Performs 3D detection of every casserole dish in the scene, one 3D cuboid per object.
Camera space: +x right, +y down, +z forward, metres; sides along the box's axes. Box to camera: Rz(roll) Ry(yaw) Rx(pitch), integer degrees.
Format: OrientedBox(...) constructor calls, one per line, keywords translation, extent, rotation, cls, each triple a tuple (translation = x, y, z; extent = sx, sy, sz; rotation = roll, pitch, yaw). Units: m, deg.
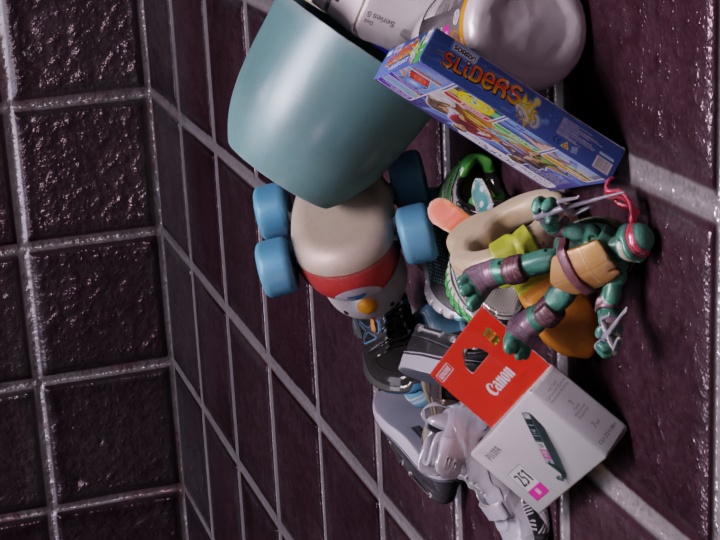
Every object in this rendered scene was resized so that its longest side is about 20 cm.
OrientedBox(translation=(0.081, 0.100, 1.967), extent=(0.200, 0.039, 0.122), rotation=(137, 123, -69), cls="casserole dish")

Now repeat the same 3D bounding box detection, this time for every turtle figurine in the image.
OrientedBox(translation=(0.185, 0.002, 1.436), extent=(0.200, 0.101, 0.150), rotation=(-29, 91, 43), cls="turtle figurine")

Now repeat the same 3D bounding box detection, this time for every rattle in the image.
OrientedBox(translation=(0.151, -0.007, 1.609), extent=(0.130, 0.143, 0.200), rotation=(-55, 21, -14), cls="rattle")

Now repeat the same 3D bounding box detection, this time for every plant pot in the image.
OrientedBox(translation=(-0.040, -0.161, 1.692), extent=(0.161, 0.200, 0.201), rotation=(-56, 28, 10), cls="plant pot")

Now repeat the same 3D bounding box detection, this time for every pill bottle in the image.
OrientedBox(translation=(0.120, -0.214, 1.551), extent=(0.200, 0.116, 0.117), rotation=(-179, 82, -74), cls="pill bottle")

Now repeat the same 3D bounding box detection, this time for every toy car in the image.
OrientedBox(translation=(0.000, 0.000, 1.799), extent=(0.177, 0.183, 0.201), rotation=(-97, -9, -49), cls="toy car")

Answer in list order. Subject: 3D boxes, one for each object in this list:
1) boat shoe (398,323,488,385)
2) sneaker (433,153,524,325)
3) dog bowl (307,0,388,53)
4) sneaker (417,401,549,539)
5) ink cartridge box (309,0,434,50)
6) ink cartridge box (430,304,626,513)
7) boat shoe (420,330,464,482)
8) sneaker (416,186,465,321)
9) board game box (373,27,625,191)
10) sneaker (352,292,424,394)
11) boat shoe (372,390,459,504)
OrientedBox(translation=(0.125, 0.088, 1.706), extent=(0.199, 0.073, 0.068), rotation=(5, 72, 51), cls="boat shoe")
OrientedBox(translation=(0.122, -0.028, 1.699), extent=(0.085, 0.078, 0.201), rotation=(110, 148, -57), cls="sneaker")
OrientedBox(translation=(-0.005, -0.251, 2.025), extent=(0.200, 0.078, 0.201), rotation=(172, 90, -74), cls="dog bowl")
OrientedBox(translation=(0.125, 0.222, 1.738), extent=(0.075, 0.114, 0.201), rotation=(162, 99, -74), cls="sneaker")
OrientedBox(translation=(0.035, -0.279, 1.730), extent=(0.084, 0.145, 0.200), rotation=(-65, 27, 13), cls="ink cartridge box")
OrientedBox(translation=(0.145, 0.136, 1.597), extent=(0.173, 0.044, 0.200), rotation=(40, 154, 5), cls="ink cartridge box")
OrientedBox(translation=(0.114, 0.152, 1.847), extent=(0.073, 0.074, 0.201), rotation=(50, 153, 42), cls="boat shoe")
OrientedBox(translation=(0.101, -0.020, 1.788), extent=(0.200, 0.077, 0.092), rotation=(-122, 33, -51), cls="sneaker")
OrientedBox(translation=(0.120, -0.137, 1.476), extent=(0.035, 0.199, 0.135), rotation=(-61, 14, -9), cls="board game box")
OrientedBox(translation=(0.032, 0.070, 1.925), extent=(0.200, 0.073, 0.082), rotation=(-122, 29, -55), cls="sneaker")
OrientedBox(translation=(0.069, 0.213, 2.025), extent=(0.200, 0.070, 0.067), rotation=(-136, 42, -53), cls="boat shoe")
